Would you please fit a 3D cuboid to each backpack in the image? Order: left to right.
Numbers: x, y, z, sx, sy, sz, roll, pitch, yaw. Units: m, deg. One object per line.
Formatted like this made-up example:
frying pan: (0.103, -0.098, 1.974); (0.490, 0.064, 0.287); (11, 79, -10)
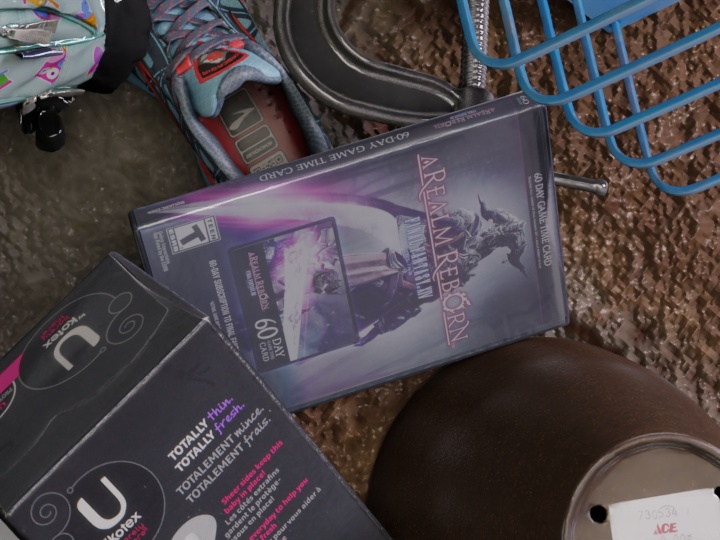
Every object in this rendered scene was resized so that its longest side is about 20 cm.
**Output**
backpack: (-0.201, -0.142, 0.921); (0.199, 0.127, 0.168); (-14, 70, -43)

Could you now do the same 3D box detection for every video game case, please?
video game case: (0.000, 0.000, 0.994); (0.198, 0.019, 0.144); (-17, 132, -6)

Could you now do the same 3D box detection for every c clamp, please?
c clamp: (0.035, -0.136, 1.032); (0.169, 0.027, 0.202); (6, 67, -19)

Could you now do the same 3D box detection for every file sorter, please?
file sorter: (0.140, -0.132, 0.955); (0.138, 0.200, 0.124); (-23, 64, 26)

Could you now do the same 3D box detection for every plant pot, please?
plant pot: (0.111, 0.122, 0.967); (0.185, 0.200, 0.189); (1, 86, -11)

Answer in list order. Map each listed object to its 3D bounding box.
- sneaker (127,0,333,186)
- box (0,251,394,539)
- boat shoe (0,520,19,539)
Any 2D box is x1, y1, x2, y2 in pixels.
sneaker: (-0.068, -0.102, 1.001); (0.079, 0.096, 0.201); (-38, 94, -11)
box: (-0.079, 0.110, 0.941); (0.122, 0.106, 0.200); (-44, 124, -11)
boat shoe: (-0.222, 0.090, 0.978); (0.200, 0.068, 0.072); (45, 71, -27)
